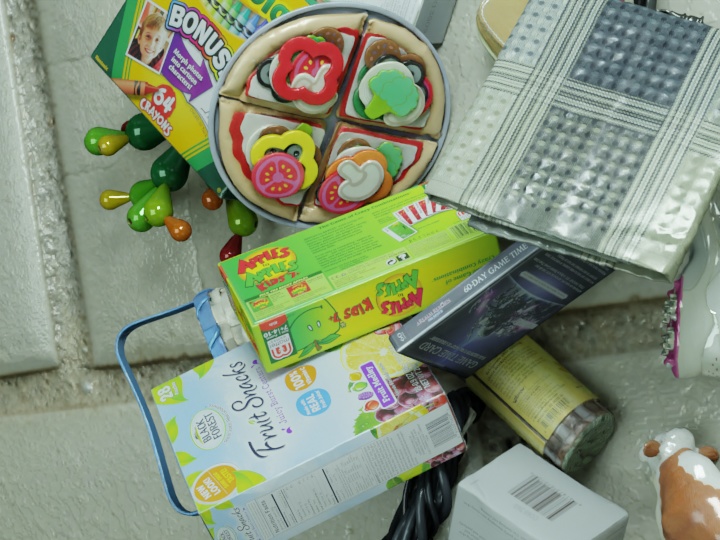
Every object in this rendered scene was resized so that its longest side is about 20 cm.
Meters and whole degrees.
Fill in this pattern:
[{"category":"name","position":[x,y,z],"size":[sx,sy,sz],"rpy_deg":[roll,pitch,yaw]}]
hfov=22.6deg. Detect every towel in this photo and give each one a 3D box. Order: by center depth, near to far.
[{"category":"towel","position":[0.164,-0.096,1.231],"size":[0.192,0.035,0.200],"rpy_deg":[21,69,25]}]

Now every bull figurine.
[{"category":"bull figurine","position":[0.265,0.203,1.306],"size":[0.200,0.065,0.122],"rpy_deg":[34,118,34]}]

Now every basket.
[{"category":"basket","position":[-0.096,0.096,1.526],"size":[0.200,0.139,0.177],"rpy_deg":[-23,77,7]}]

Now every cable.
[{"category":"cable","position":[0.049,0.190,1.424],"size":[0.051,0.163,0.200],"rpy_deg":[24,102,-2]}]

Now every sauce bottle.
[{"category":"sauce bottle","position":[0.112,0.074,1.418],"size":[0.200,0.065,0.065],"rpy_deg":[44,119,27]}]

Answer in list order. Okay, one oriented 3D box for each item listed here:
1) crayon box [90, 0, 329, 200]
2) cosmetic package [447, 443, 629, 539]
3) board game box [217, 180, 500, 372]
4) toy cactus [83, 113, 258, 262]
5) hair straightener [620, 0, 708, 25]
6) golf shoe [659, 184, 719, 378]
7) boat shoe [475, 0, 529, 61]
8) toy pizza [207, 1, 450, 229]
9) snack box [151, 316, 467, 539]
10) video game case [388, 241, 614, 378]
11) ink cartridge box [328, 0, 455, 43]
[{"category":"crayon box","position":[-0.114,-0.187,1.508],"size":[0.200,0.058,0.173],"rpy_deg":[46,113,27]},{"category":"cosmetic package","position":[0.124,0.251,1.382],"size":[0.113,0.081,0.200],"rpy_deg":[32,130,32]},{"category":"board game box","position":[0.000,0.000,1.398],"size":[0.102,0.200,0.048],"rpy_deg":[-124,16,-56]},{"category":"toy cactus","position":[-0.152,-0.103,1.616],"size":[0.200,0.102,0.165],"rpy_deg":[31,93,36]},{"category":"hair straightener","position":[0.218,-0.177,1.294],"size":[0.041,0.077,0.200],"rpy_deg":[102,163,-57]},{"category":"golf shoe","position":[0.270,-0.018,1.291],"size":[0.091,0.075,0.200],"rpy_deg":[7,91,7]},{"category":"boat shoe","position":[0.161,-0.160,1.342],"size":[0.200,0.076,0.072],"rpy_deg":[35,90,27]},{"category":"toy pizza","position":[-0.022,-0.117,1.436],"size":[0.200,0.200,0.032],"rpy_deg":[-66,25,22]},{"category":"snack box","position":[-0.043,0.113,1.368],"size":[0.068,0.200,0.169],"rpy_deg":[66,175,-35]},{"category":"video game case","position":[0.128,0.007,1.310],"size":[0.200,0.143,0.019],"rpy_deg":[-36,68,13]},{"category":"ink cartridge box","position":[-0.002,-0.275,1.491],"size":[0.200,0.050,0.109],"rpy_deg":[33,114,33]}]
